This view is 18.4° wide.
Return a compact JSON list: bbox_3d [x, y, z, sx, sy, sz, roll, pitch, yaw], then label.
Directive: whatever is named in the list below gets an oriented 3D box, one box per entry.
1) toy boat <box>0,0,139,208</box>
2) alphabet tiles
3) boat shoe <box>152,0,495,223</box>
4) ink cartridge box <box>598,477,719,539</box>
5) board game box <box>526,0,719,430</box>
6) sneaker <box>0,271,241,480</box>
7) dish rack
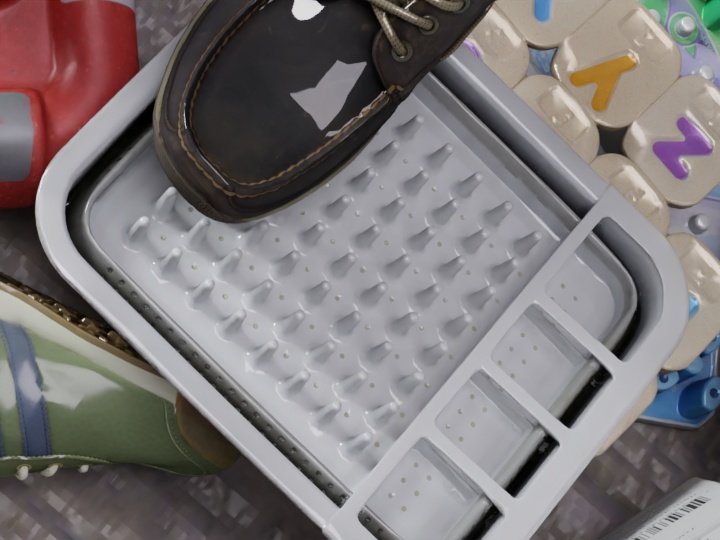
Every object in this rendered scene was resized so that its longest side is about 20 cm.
[{"bbox_3d":[-0.135,-0.127,0.749,0.129,0.131,0.202,-1,76,-18],"label":"toy boat"},{"bbox_3d":[0.047,-0.031,0.822,0.196,0.015,0.200,-43,93,-21],"label":"alphabet tiles"},{"bbox_3d":[0.006,-0.098,0.733,0.074,0.073,0.200,42,62,-3],"label":"boat shoe"},{"bbox_3d":[0.090,0.142,0.709,0.146,0.200,0.083,-33,89,-3],"label":"ink cartridge box"},{"bbox_3d":[0.055,-0.054,0.851,0.198,0.026,0.202,10,75,-15],"label":"board game box"},{"bbox_3d":[-0.140,0.043,0.754,0.199,0.067,0.090,27,89,-18],"label":"sneaker"},{"bbox_3d":[0.000,0.000,0.763,0.200,0.044,0.172,44,63,-4],"label":"dish rack"}]
